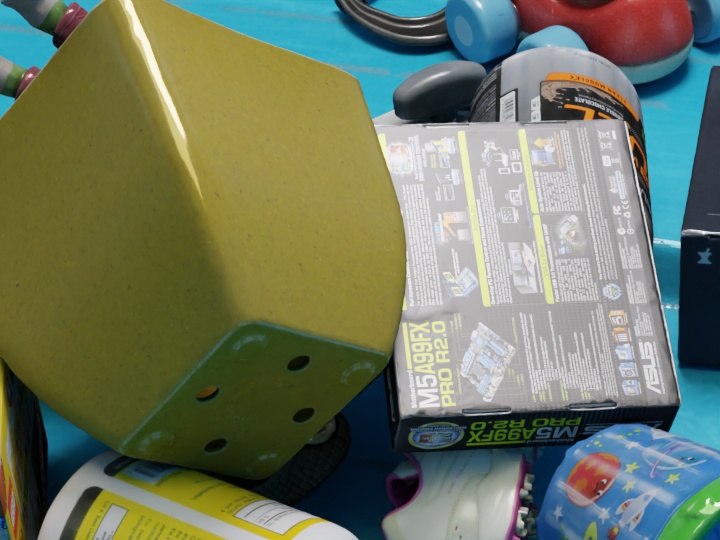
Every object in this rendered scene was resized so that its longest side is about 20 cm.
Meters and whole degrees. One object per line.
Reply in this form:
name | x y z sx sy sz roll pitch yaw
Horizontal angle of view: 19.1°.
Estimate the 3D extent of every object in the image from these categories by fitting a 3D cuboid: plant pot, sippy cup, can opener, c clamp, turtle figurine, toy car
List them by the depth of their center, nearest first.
sippy cup | 0.168 0.147 1.141 0.130 0.178 0.140 31 93 52
plant pot | -0.089 0.001 1.183 0.195 0.194 0.200 16 38 -46
turtle figurine | -0.168 -0.124 1.478 0.194 0.144 0.200 34 17 -17
can opener | 0.000 -0.096 1.538 0.200 0.066 0.053 -27 38 -19
toy car | 0.176 -0.256 1.610 0.184 0.200 0.177 -25 41 -24
c clamp | 0.052 -0.242 1.760 0.171 0.027 0.200 22 43 25

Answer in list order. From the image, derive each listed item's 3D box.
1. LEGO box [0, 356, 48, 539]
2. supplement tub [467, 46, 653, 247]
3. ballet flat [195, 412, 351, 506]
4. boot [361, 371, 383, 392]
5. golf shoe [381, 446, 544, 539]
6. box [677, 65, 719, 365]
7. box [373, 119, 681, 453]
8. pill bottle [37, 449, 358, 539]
LEGO box | -0.226 0.113 1.209 0.077 0.149 0.200 -7 37 -2
supplement tub | 0.129 -0.050 1.405 0.122 0.123 0.200 -2 37 5
ballet flat | -0.094 0.122 1.266 0.200 0.046 0.067 -22 40 -21
boot | 0.000 0.000 1.336 0.200 0.074 0.155 -4 57 28
golf shoe | 0.063 0.100 1.256 0.091 0.075 0.200 -1 36 12
box | 0.288 -0.035 1.376 0.148 0.107 0.200 5 37 13
box | 0.088 0.005 1.234 0.160 0.044 0.200 -3 58 -7
pill bottle | -0.066 0.175 1.136 0.200 0.112 0.112 18 42 28
